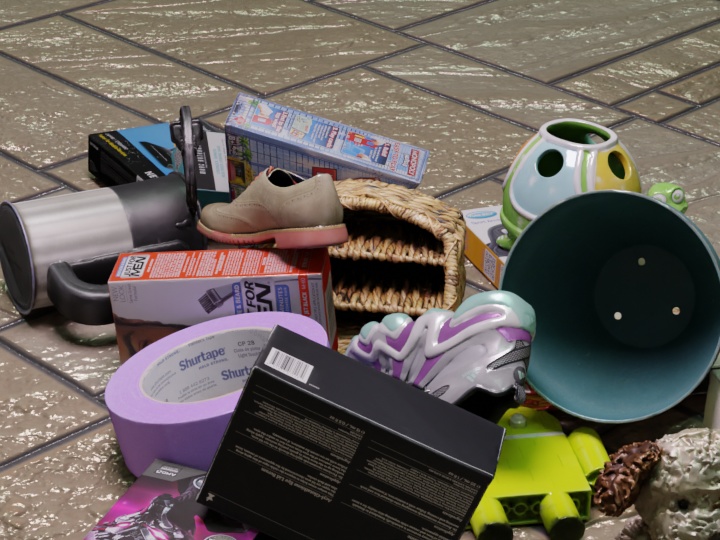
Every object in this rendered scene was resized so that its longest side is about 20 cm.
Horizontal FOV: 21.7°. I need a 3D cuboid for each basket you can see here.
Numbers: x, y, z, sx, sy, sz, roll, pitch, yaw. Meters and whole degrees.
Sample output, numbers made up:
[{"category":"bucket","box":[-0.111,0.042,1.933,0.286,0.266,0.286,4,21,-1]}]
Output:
[{"category":"basket","box":[0.000,0.000,1.827,0.200,0.143,0.149,6,26,9]}]

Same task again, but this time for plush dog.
[{"category":"plush dog","box":[0.259,0.197,1.415,0.200,0.172,0.161,0,26,-3]}]

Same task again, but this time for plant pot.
[{"category":"plant pot","box":[0.237,0.027,1.660,0.200,0.201,0.135,13,9,21]}]

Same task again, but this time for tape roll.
[{"category":"tape roll","box":[-0.118,0.109,1.632,0.200,0.066,0.200,-13,23,6]}]

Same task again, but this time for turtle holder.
[{"category":"turtle holder","box":[0.228,-0.074,1.918,0.141,0.132,0.186,-9,29,-25]}]

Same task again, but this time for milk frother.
[{"category":"milk frother","box":[-0.249,-0.061,1.858,0.188,0.200,0.180,-12,20,-25]}]

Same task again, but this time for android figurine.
[{"category":"android figurine","box":[0.124,0.168,1.612,0.182,0.041,0.200,-3,29,-7]}]

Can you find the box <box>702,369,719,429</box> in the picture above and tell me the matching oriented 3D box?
[{"category":"box","box":[0.404,0.151,1.589,0.200,0.109,0.128,-4,28,-13]}]

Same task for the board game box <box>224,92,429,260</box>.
[{"category":"board game box","box":[-0.031,-0.075,1.925,0.199,0.200,0.062,7,40,10]}]

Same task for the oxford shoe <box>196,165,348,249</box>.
[{"category":"oxford shoe","box":[-0.083,-0.061,1.755,0.070,0.075,0.200,-10,9,-43]}]

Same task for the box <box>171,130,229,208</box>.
[{"category":"box","box":[-0.101,-0.098,2.038,0.200,0.049,0.082,5,54,-25]}]

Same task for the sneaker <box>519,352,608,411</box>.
[{"category":"sneaker","box":[0.133,0.100,1.738,0.200,0.073,0.077,3,11,-14]}]

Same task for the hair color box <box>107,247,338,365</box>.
[{"category":"hair color box","box":[-0.126,0.042,1.750,0.200,0.111,0.064,-2,27,8]}]

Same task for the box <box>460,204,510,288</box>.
[{"category":"box","box":[0.181,-0.025,2.005,0.119,0.042,0.200,-9,31,-20]}]

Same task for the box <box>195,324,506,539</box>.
[{"category":"box","box":[-0.008,0.152,1.461,0.200,0.141,0.079,25,27,0]}]

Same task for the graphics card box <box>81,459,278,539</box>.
[{"category":"graphics card box","box":[-0.149,0.227,1.465,0.125,0.051,0.200,12,26,18]}]

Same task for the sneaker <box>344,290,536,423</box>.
[{"category":"sneaker","box":[0.060,0.105,1.611,0.200,0.078,0.140,-22,52,39]}]

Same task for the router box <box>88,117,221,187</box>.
[{"category":"router box","box":[-0.202,-0.110,2.132,0.149,0.051,0.200,-12,30,-31]}]

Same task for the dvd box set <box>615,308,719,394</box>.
[{"category":"dvd box set","box":[0.282,0.064,1.811,0.146,0.029,0.200,-2,23,-41]}]
